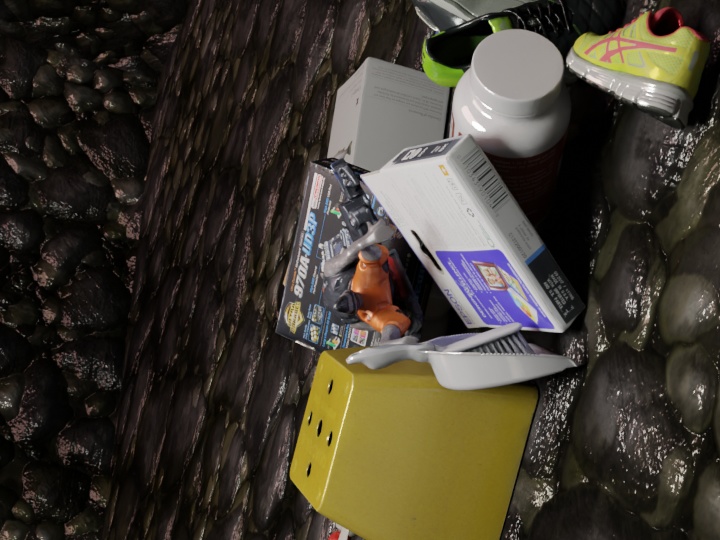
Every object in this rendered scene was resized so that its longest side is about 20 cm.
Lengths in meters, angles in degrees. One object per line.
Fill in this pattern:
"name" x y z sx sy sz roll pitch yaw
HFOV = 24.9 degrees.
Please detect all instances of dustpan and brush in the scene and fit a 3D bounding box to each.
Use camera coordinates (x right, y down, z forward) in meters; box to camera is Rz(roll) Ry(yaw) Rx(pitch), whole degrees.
"dustpan and brush" 0.085 0.077 1.487 0.139 0.198 0.058 -159 54 -74

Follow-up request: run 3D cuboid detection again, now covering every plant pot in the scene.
"plant pot" 0.039 0.173 1.612 0.200 0.175 0.202 -151 76 -73

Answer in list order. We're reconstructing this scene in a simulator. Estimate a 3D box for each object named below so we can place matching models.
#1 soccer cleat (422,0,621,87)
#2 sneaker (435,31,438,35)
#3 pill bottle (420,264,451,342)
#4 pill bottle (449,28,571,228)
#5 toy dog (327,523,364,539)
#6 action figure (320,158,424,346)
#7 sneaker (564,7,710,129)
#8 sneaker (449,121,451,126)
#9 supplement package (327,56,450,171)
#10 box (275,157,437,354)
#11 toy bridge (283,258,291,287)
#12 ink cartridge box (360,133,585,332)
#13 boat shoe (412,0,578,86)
"soccer cleat" 0.154 -0.224 1.552 0.081 0.198 0.068 40 -148 -78
"sneaker" 0.128 -0.246 1.841 0.200 0.075 0.079 -151 72 -75
"pill bottle" 0.032 0.073 1.824 0.114 0.113 0.201 -98 28 -52
"pill bottle" 0.140 -0.130 1.536 0.201 0.111 0.113 92 -179 -57
"toy dog" 0.016 0.268 1.761 0.096 0.131 0.202 5 89 41
"action figure" -0.007 -0.004 1.607 0.202 0.104 0.193 64 169 -4
"sneaker" 0.248 -0.187 1.412 0.091 0.078 0.200 -64 24 10
"sneaker" 0.147 -0.151 1.716 0.078 0.084 0.200 61 174 8
"supplement package" 0.028 -0.138 2.000 0.117 0.116 0.202 145 136 -65
"box" 0.000 0.000 1.731 0.158 0.046 0.202 22 109 30
"toy bridge" 0.002 -0.003 1.864 0.027 0.199 0.068 30 108 45
"ink cartridge box" 0.103 -0.031 1.546 0.043 0.199 0.200 -40 14 -19
"boat shoe" 0.138 -0.242 1.638 0.076 0.200 0.060 -43 -14 -23
